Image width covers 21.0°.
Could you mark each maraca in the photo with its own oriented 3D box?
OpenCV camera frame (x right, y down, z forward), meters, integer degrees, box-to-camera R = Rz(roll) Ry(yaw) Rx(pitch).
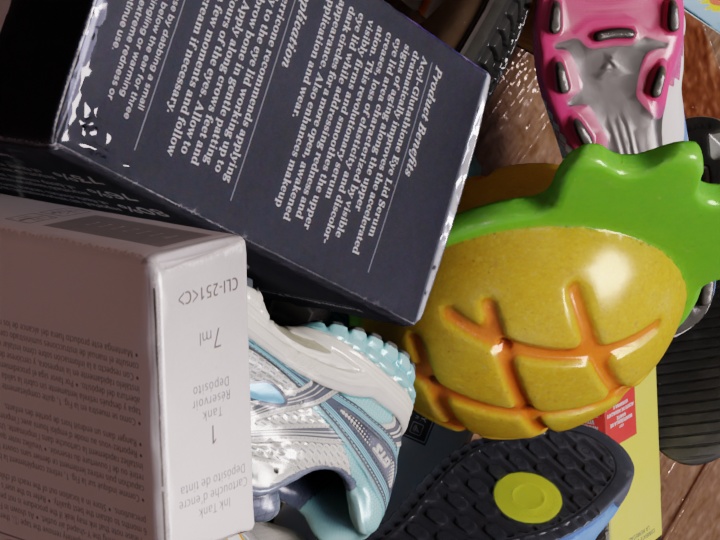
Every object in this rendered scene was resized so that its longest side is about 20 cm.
[{"bbox_3d":[0.082,0.005,0.805,0.137,0.200,0.107,19,53,-34],"label":"maraca"}]

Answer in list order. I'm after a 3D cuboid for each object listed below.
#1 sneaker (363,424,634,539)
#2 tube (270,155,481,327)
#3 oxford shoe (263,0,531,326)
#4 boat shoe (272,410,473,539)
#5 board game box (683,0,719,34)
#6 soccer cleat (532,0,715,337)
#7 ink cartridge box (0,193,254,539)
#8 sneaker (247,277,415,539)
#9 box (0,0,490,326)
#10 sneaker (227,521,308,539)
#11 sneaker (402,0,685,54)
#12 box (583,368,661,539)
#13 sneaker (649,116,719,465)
[{"bbox_3d":[0.040,0.136,0.829,0.200,0.066,0.079,-34,143,-34],"label":"sneaker"},{"bbox_3d":[0.000,0.000,0.882,0.200,0.050,0.078,-59,142,-28],"label":"tube"},{"bbox_3d":[0.004,-0.074,0.828,0.200,0.084,0.073,-52,169,-11],"label":"oxford shoe"},{"bbox_3d":[0.018,0.083,0.907,0.200,0.068,0.057,-59,178,-9],"label":"boat shoe"},{"bbox_3d":[0.195,-0.220,0.945,0.105,0.103,0.201,21,52,-50],"label":"board game box"},{"bbox_3d":[0.115,-0.067,0.889,0.070,0.086,0.201,-11,100,-3],"label":"soccer cleat"},{"bbox_3d":[-0.121,0.065,0.634,0.045,0.199,0.177,-14,109,-48],"label":"ink cartridge box"},{"bbox_3d":[-0.057,0.051,0.722,0.199,0.077,0.087,19,64,-36],"label":"sneaker"},{"bbox_3d":[-0.074,-0.064,0.702,0.200,0.148,0.105,27,77,-50],"label":"box"},{"bbox_3d":[-0.076,0.084,0.792,0.200,0.075,0.092,29,72,-50],"label":"sneaker"},{"bbox_3d":[0.061,-0.148,0.900,0.200,0.077,0.078,30,106,-34],"label":"sneaker"},{"bbox_3d":[0.111,0.056,1.000,0.050,0.075,0.201,-22,116,-44],"label":"box"},{"bbox_3d":[0.195,0.022,1.064,0.089,0.074,0.201,52,40,-53],"label":"sneaker"}]
